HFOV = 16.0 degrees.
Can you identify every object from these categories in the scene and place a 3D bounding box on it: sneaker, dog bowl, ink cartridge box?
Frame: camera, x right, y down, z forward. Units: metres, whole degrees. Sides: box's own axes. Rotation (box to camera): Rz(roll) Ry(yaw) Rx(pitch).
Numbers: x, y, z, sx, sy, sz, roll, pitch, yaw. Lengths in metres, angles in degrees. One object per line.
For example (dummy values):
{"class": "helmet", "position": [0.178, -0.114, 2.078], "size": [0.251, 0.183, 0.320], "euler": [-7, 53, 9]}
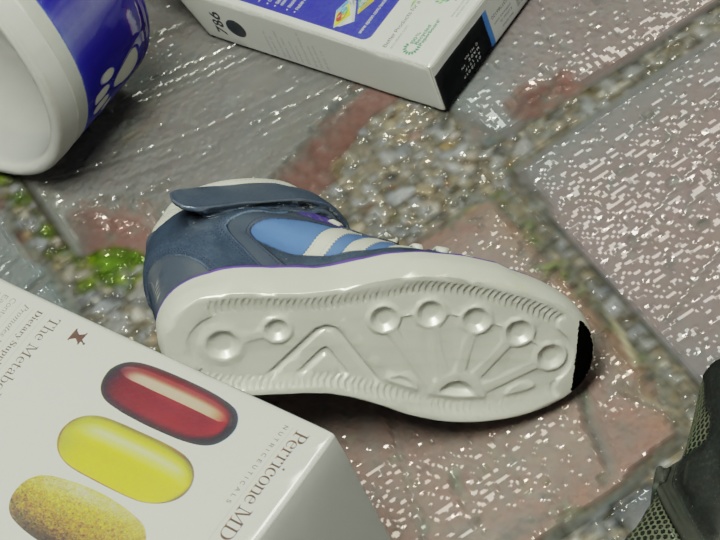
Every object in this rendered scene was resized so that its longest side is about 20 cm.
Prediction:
{"class": "sneaker", "position": [0.118, 0.119, 1.044], "size": [0.114, 0.076, 0.200], "euler": [2, 59, 14]}
{"class": "dog bowl", "position": [-0.206, -0.145, 1.293], "size": [0.200, 0.200, 0.079], "euler": [22, 60, 33]}
{"class": "ink cartridge box", "position": [-0.014, -0.154, 1.335], "size": [0.200, 0.039, 0.100], "euler": [22, 64, 32]}
{"class": "sneaker", "position": [0.000, 0.000, 1.181], "size": [0.200, 0.081, 0.147], "euler": [2, 28, -6]}

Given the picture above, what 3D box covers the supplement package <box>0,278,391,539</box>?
{"class": "supplement package", "position": [-0.101, 0.105, 1.115], "size": [0.200, 0.110, 0.114], "euler": [22, 64, 33]}
